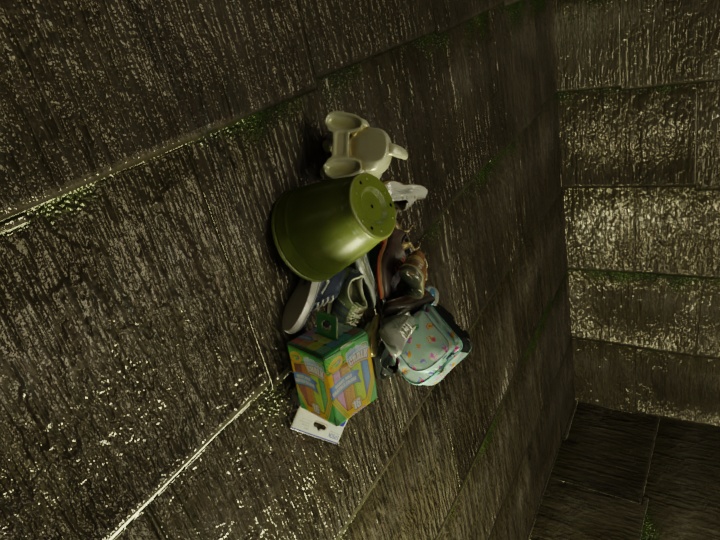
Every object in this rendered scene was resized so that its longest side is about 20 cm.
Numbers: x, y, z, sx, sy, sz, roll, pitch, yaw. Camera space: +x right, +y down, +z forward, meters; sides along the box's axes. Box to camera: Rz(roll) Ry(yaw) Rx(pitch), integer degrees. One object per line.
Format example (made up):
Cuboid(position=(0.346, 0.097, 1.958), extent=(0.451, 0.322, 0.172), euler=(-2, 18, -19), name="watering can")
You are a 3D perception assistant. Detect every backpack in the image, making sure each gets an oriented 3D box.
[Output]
Cuboid(position=(0.178, 0.213, 1.477), extent=(0.152, 0.176, 0.201), euler=(4, 130, -55), name="backpack")

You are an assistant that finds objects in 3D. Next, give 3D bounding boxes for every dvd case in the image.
Cuboid(position=(0.120, 0.042, 1.530), extent=(0.201, 0.016, 0.150), euler=(-53, 134, -37), name="dvd case")

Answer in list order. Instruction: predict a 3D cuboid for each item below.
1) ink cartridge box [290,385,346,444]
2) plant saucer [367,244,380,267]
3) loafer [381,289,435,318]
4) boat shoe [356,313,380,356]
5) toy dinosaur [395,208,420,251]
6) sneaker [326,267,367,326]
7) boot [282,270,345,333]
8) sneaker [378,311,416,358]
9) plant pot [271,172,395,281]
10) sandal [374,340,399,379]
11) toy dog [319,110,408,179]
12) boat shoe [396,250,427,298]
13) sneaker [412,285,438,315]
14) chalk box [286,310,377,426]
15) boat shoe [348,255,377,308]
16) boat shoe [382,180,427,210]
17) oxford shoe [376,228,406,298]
Cuboid(position=(-0.073, 0.277, 1.235), extent=(0.197, 0.047, 0.202), euler=(41, 73, -51), name="ink cartridge box")
Cuboid(position=(0.021, -0.104, 1.364), extent=(0.070, 0.019, 0.203), euler=(-32, 119, -51), name="plant saucer")
Cuboid(position=(0.120, 0.086, 1.477), extent=(0.198, 0.071, 0.073), euler=(-9, 145, -48), name="loafer")
Cuboid(position=(0.013, 0.155, 1.317), extent=(0.201, 0.065, 0.073), euler=(-64, 150, -75), name="boat shoe")
Cuboid(position=(0.111, -0.071, 1.488), extent=(0.100, 0.058, 0.203), euler=(-15, 98, -39), name="toy dinosaur")
Cuboid(position=(-0.026, 0.092, 1.249), extent=(0.067, 0.089, 0.204), euler=(-10, 103, -56), name="sneaker")
Cuboid(position=(-0.092, 0.057, 1.150), extent=(0.090, 0.072, 0.202), euler=(39, 60, -34), name="boot")
Cuboid(position=(0.092, 0.145, 1.319), extent=(0.071, 0.080, 0.200), euler=(58, 12, -11), name="sneaker")
Cuboid(position=(-0.040, -0.098, 1.067), extent=(0.199, 0.191, 0.204), euler=(18, 63, -41), name="plant pot")
Cuboid(position=(0.072, 0.242, 1.403), extent=(0.201, 0.047, 0.076), euler=(72, 40, -66), name="sandal")
Cuboid(position=(0.002, -0.251, 1.185), extent=(0.200, 0.191, 0.142), euler=(83, -1, -84), name="toy dog")
Cuboid(position=(0.137, 0.012, 1.351), extent=(0.200, 0.075, 0.075), euler=(89, 25, -70), name="boat shoe")
Cuboid(position=(0.175, 0.142, 1.581), extent=(0.072, 0.071, 0.203), euler=(13, 89, -35), name="sneaker")
Cuboid(position=(-0.060, 0.184, 1.097), extent=(0.123, 0.123, 0.203), euler=(-26, 115, -37), name="chalk box")
Cuboid(position=(-0.001, -0.001, 1.295), extent=(0.065, 0.074, 0.204), euler=(-44, 122, -39), name="boat shoe")
Cuboid(position=(0.110, -0.193, 1.439), extent=(0.198, 0.070, 0.071), euler=(-3, 88, -47), name="boat shoe")
Cuboid(position=(0.078, -0.022, 1.347), extent=(0.071, 0.071, 0.203), euler=(88, 9, -63), name="oxford shoe")
